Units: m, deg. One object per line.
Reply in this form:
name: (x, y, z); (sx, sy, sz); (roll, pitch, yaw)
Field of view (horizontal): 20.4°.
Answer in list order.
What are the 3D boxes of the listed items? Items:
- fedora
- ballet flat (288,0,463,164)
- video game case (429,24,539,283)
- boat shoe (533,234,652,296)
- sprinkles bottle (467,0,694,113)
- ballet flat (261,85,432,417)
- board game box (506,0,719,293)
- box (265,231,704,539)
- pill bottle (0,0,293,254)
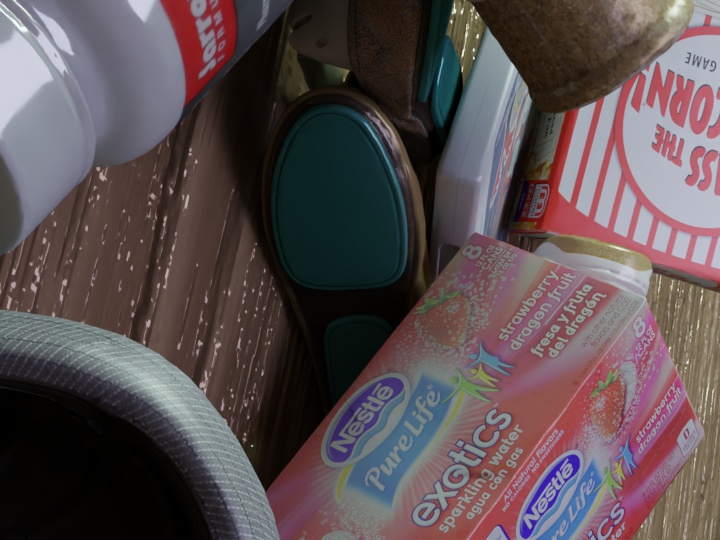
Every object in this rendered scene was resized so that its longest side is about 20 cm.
fedora: (-0.112, 0.107, 0.551); (0.090, 0.177, 0.200); (158, -45, -83)
ballet flat: (0.006, -0.091, 0.810); (0.200, 0.067, 0.068); (83, 18, -70)
video game case: (0.065, -0.060, 0.953); (0.182, 0.023, 0.200); (93, 13, -53)
boat shoe: (0.093, 0.045, 0.977); (0.200, 0.071, 0.069); (95, 8, -71)
sprinkles bottle: (0.035, -0.150, 0.682); (0.200, 0.068, 0.068); (53, 38, -16)
ballet flat: (0.000, 0.000, 0.857); (0.063, 0.069, 0.200); (-70, 157, -54)
board game box: (0.172, -0.095, 1.004); (0.151, 0.046, 0.200); (15, 87, -18)
box: (0.038, 0.097, 0.810); (0.200, 0.095, 0.103); (-51, 139, -19)
pill bottle: (-0.076, -0.104, 0.599); (0.200, 0.114, 0.114); (-51, 136, -31)
